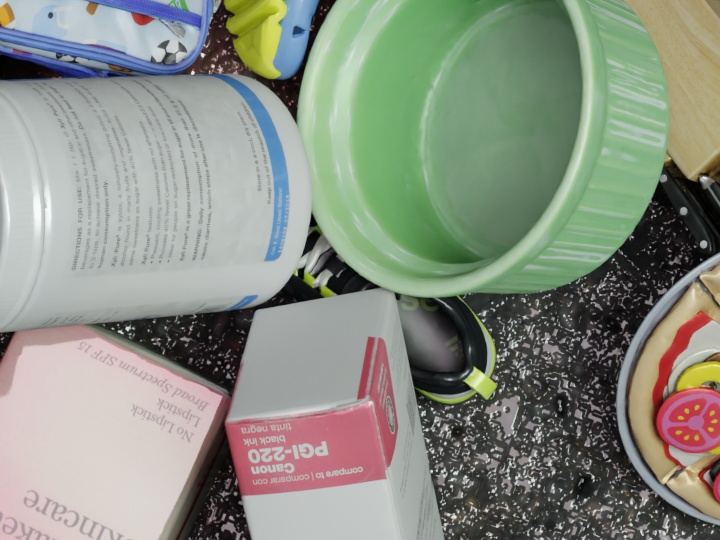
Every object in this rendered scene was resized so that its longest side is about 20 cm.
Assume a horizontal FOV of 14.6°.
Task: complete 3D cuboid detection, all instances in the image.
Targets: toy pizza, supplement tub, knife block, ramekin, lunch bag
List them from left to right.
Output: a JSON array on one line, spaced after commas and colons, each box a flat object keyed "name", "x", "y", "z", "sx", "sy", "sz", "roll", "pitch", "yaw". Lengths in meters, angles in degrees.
[{"name": "lunch bag", "x": -0.163, "y": -0.186, "z": 1.553, "sx": 0.199, "sy": 0.075, "sz": 0.161, "roll": 12, "pitch": 84, "yaw": -37}, {"name": "supplement tub", "x": -0.137, "y": -0.037, "z": 1.497, "sx": 0.199, "sy": 0.132, "sz": 0.133, "roll": -4, "pitch": 85, "yaw": -40}, {"name": "ramekin", "x": 0.071, "y": -0.081, "z": 1.526, "sx": 0.199, "sy": 0.097, "sz": 0.201, "roll": -7, "pitch": 79, "yaw": 39}, {"name": "knife block", "x": 0.206, "y": -0.100, "z": 1.544, "sx": 0.175, "sy": 0.064, "sz": 0.201, "roll": 5, "pitch": 86, "yaw": 27}, {"name": "toy pizza", "x": 0.238, "y": 0.066, "z": 1.526, "sx": 0.199, "sy": 0.032, "sz": 0.201, "roll": -4, "pitch": 123, "yaw": -6}]

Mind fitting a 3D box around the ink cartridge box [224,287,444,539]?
[{"name": "ink cartridge box", "x": -0.007, "y": 0.132, "z": 1.499, "sx": 0.084, "sy": 0.146, "sz": 0.201, "roll": -10, "pitch": 112, "yaw": 9}]

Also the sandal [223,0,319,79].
[{"name": "sandal", "x": -0.018, "y": -0.202, "z": 1.582, "sx": 0.087, "sy": 0.079, "sz": 0.201, "roll": 17, "pitch": 86, "yaw": -27}]

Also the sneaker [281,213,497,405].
[{"name": "sneaker", "x": 0.000, "y": 0.000, "z": 1.572, "sx": 0.200, "sy": 0.083, "sz": 0.072, "roll": 36, "pitch": 89, "yaw": 5}]

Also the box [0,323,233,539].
[{"name": "box", "x": -0.162, "y": 0.133, "z": 1.561, "sx": 0.127, "sy": 0.109, "sz": 0.201, "roll": 25, "pitch": 88, "yaw": 4}]
